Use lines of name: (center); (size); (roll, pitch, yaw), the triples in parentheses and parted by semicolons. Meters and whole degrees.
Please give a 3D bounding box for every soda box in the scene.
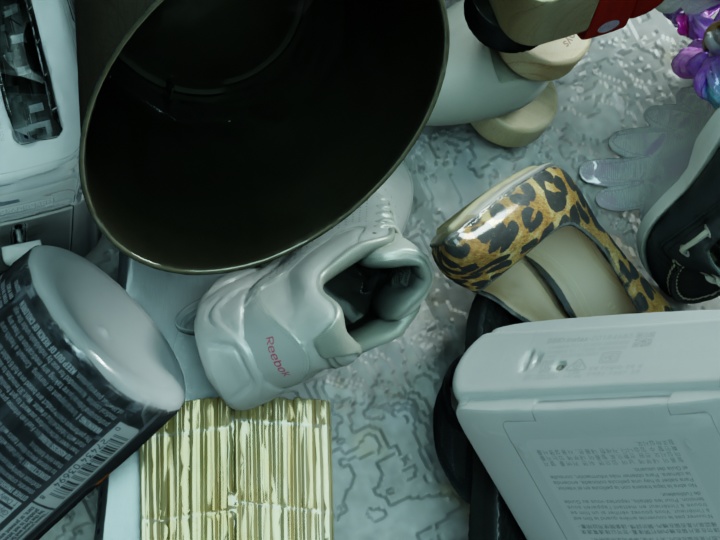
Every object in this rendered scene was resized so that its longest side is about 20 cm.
soda box: (-0.095, 0.085, 1.242); (0.068, 0.063, 0.200); (6, 78, -9)

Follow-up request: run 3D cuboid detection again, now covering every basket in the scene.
basket: (-0.065, -0.114, 1.129); (0.180, 0.200, 0.136); (-43, 119, 8)

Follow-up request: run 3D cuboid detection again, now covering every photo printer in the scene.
photo printer: (0.156, 0.111, 1.204); (0.200, 0.166, 0.069); (59, 41, -32)

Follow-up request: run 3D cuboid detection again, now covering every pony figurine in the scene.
pony figurine: (0.204, -0.126, 1.284); (0.200, 0.193, 0.167); (-24, 100, -35)

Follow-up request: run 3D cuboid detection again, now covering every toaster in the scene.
toaster: (-0.190, -0.093, 1.226); (0.114, 0.129, 0.200); (-11, 81, -12)

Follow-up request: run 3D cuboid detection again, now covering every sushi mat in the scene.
sushi mat: (-0.059, 0.160, 1.188); (0.096, 0.012, 0.200); (0, 77, -5)

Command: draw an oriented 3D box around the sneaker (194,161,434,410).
sneaker: (0.000, 0.000, 1.224); (0.078, 0.099, 0.200); (65, 32, -25)

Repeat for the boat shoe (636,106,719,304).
boat shoe: (0.191, -0.023, 1.239); (0.076, 0.200, 0.060); (-16, 66, -10)

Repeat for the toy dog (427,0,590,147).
toy dog: (0.024, -0.120, 1.275); (0.200, 0.132, 0.096); (2, 59, -40)

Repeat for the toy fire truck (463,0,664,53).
toy fire truck: (0.129, -0.209, 1.210); (0.200, 0.129, 0.176); (-17, 71, -12)

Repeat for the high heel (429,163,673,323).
high heel: (0.108, 0.020, 1.231); (0.071, 0.200, 0.143); (-35, 82, 21)

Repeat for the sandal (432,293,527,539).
sandal: (0.063, 0.095, 1.264); (0.048, 0.075, 0.200); (-9, 67, 29)

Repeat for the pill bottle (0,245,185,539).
pill bottle: (-0.188, 0.089, 1.180); (0.200, 0.106, 0.106); (-42, 88, 14)
